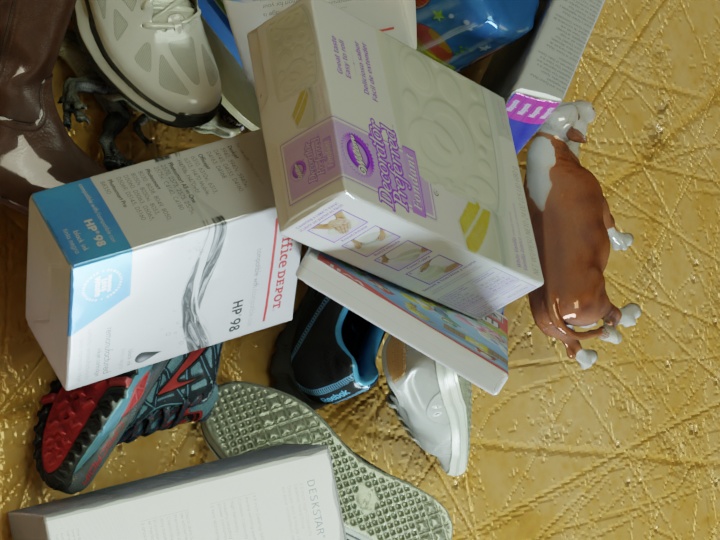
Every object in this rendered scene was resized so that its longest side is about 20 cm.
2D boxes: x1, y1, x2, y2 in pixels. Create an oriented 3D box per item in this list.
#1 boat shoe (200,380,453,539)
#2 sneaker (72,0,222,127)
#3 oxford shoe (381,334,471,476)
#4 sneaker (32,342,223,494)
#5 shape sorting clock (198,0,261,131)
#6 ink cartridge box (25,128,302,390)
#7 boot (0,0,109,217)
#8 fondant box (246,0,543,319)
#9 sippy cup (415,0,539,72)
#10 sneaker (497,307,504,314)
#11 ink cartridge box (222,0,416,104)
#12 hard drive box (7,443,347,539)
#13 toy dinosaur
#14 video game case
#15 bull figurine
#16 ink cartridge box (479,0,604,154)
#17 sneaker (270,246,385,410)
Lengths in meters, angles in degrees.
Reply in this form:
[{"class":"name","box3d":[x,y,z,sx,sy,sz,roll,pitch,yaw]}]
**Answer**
[{"class":"boat shoe","box3d":[-0.029,0.144,1.711,0.200,0.062,0.075,32,69,-17]},{"class":"sneaker","box3d":[-0.136,-0.195,1.584,0.076,0.115,0.201,-22,76,-37]},{"class":"oxford shoe","box3d":[0.048,0.087,1.741,0.200,0.058,0.075,73,15,-65]},{"class":"sneaker","box3d":[-0.131,0.075,1.619,0.096,0.079,0.200,50,56,-27]},{"class":"shape sorting clock","box3d":[-0.065,-0.183,1.723,0.200,0.039,0.201,16,68,-46]},{"class":"ink cartridge box","box3d":[-0.102,-0.013,1.545,0.199,0.116,0.067,-18,52,-23]},{"class":"boot","box3d":[-0.183,-0.129,1.542,0.186,0.064,0.201,8,104,-23]},{"class":"fondant box","box3d":[0.023,-0.068,1.556,0.200,0.058,0.145,22,48,-45]},{"class":"sippy cup","box3d":[0.048,-0.190,1.723,0.139,0.130,0.178,-14,88,-54]},{"class":"sneaker","box3d":[0.070,0.014,1.762,0.200,0.074,0.088,23,75,-68]},{"class":"ink cartridge box","box3d":[-0.031,-0.195,1.611,0.067,0.117,0.200,-89,168,-52]},{"class":"hard drive box","box3d":[-0.107,0.207,1.592,0.199,0.077,0.156,-11,92,-26]},{"class":"toy dinosaur","box3d":[-0.165,-0.118,1.637,0.200,0.047,0.088,34,49,-32]},{"class":"video game case","box3d":[0.030,0.018,1.591,0.143,0.200,0.017,31,100,-2]},{"class":"bull figurine","box3d":[0.159,-0.027,1.862,0.121,0.065,0.201,42,44,-45]},{"class":"ink cartridge box","box3d":[0.111,-0.123,1.779,0.043,0.196,0.200,27,64,-6]},{"class":"sneaker","box3d":[0.000,0.000,1.739,0.073,0.082,0.201,22,69,-34]}]
